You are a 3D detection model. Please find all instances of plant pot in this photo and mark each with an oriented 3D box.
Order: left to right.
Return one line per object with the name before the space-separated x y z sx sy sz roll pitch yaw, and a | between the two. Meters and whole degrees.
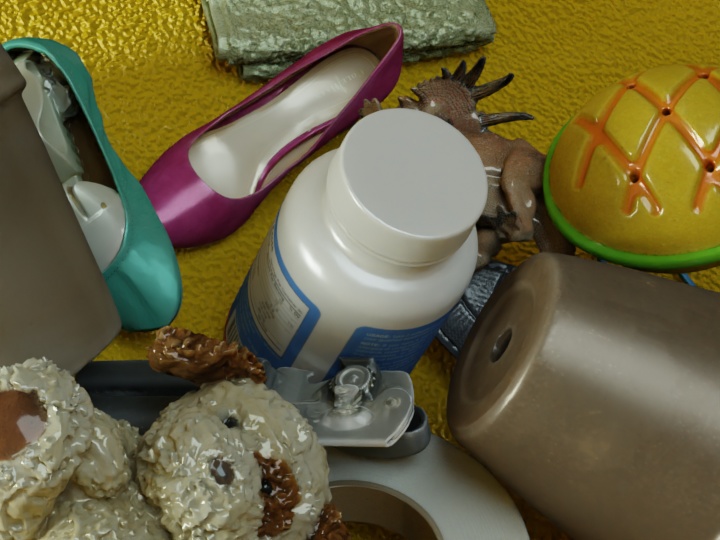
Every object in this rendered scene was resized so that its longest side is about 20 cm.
plant pot | -0.223 -0.002 1.140 0.200 0.200 0.174 -42 98 -33
plant pot | 0.148 0.076 1.170 0.174 0.200 0.200 28 56 -15

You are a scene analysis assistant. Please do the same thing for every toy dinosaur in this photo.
toy dinosaur | 0.077 -0.058 1.290 0.200 0.086 0.135 36 39 20

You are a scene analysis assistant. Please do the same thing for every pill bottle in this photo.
pill bottle | 0.000 0.000 1.199 0.112 0.200 0.112 10 57 -15

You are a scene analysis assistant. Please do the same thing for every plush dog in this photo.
plush dog | -0.094 0.127 1.098 0.172 0.160 0.200 -27 77 -15

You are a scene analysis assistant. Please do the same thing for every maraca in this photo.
maraca | 0.201 -0.061 1.215 0.200 0.107 0.137 -8 56 13

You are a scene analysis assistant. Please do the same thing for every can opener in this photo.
can opener | -0.062 0.084 1.187 0.200 0.067 0.053 -2 46 18

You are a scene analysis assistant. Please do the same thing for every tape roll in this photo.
tape roll | -0.007 0.166 1.163 0.202 0.037 0.203 0 48 0

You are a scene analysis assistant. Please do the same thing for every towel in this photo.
towel | -0.016 -0.196 1.402 0.200 0.036 0.149 -7 67 -24

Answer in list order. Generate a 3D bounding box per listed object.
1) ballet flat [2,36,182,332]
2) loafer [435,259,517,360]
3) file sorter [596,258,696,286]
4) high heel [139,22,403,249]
ballet flat | -0.168 -0.051 1.239 0.070 0.067 0.200 18 42 -61
loafer | 0.122 0.052 1.316 0.200 0.063 0.072 25 87 -1
file sorter | 0.270 -0.035 1.364 0.200 0.139 0.123 -25 71 -30
high heel | -0.055 -0.083 1.288 0.200 0.096 0.067 -28 76 -31
